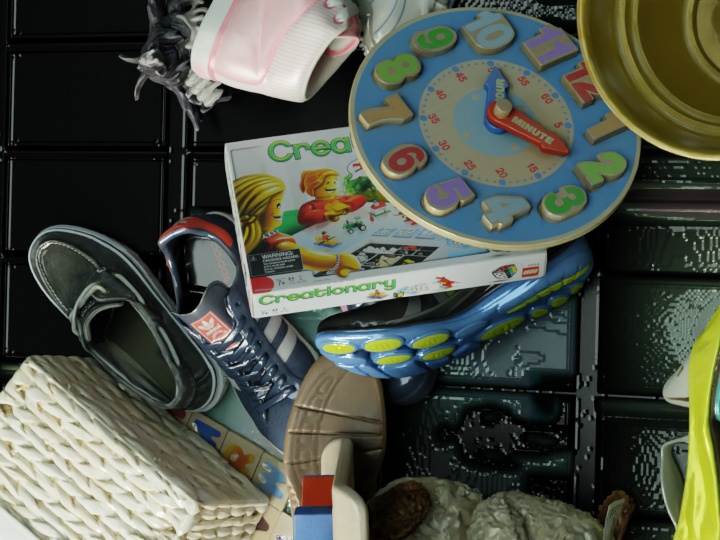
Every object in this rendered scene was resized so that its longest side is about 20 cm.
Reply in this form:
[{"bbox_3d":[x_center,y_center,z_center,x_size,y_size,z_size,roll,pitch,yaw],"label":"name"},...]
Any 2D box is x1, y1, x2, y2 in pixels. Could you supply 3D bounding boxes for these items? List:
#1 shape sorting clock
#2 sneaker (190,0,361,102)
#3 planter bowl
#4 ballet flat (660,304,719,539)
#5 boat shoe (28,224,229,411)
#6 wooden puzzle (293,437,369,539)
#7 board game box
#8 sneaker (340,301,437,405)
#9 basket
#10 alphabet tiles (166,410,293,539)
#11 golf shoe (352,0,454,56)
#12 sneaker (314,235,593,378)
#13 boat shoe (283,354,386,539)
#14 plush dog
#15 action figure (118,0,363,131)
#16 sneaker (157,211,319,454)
[{"bbox_3d":[0.091,-0.100,1.571,0.200,0.200,0.039,46,147,19],"label":"shape sorting clock"},{"bbox_3d":[-0.031,-0.208,1.604,0.105,0.075,0.200,23,87,16],"label":"sneaker"},{"bbox_3d":[0.250,-0.170,1.533,0.200,0.083,0.200,-1,89,26],"label":"planter bowl"},{"bbox_3d":[0.232,0.104,1.555,0.067,0.067,0.200,4,92,39],"label":"ballet flat"},{"bbox_3d":[-0.182,0.031,1.750,0.200,0.071,0.072,38,106,22],"label":"boat shoe"},{"bbox_3d":[-0.021,0.216,1.537,0.046,0.200,0.185,-1,96,-3],"label":"wooden puzzle"},{"bbox_3d":[0.015,-0.041,1.578,0.200,0.035,0.126,-8,57,-6],"label":"board game box"},{"bbox_3d":[0.000,0.000,1.655,0.070,0.082,0.200,-17,83,25],"label":"sneaker"},{"bbox_3d":[-0.182,0.163,1.710,0.200,0.136,0.123,39,102,21],"label":"basket"},{"bbox_3d":[-0.130,0.193,1.760,0.200,0.006,0.166,29,102,23],"label":"alphabet tiles"},{"bbox_3d":[0.043,-0.207,1.642,0.097,0.078,0.200,-14,85,19],"label":"golf shoe"},{"bbox_3d":[0.061,0.012,1.615,0.200,0.071,0.083,-25,63,-3],"label":"sneaker"},{"bbox_3d":[-0.017,0.151,1.668,0.072,0.072,0.200,1,97,2],"label":"boat shoe"},{"bbox_3d":[0.081,0.193,1.585,0.172,0.200,0.160,19,65,15],"label":"plush dog"},{"bbox_3d":[-0.101,-0.176,1.696,0.200,0.102,0.119,-21,82,21],"label":"action figure"},{"bbox_3d":[-0.090,0.049,1.697,0.075,0.085,0.200,-35,75,22],"label":"sneaker"}]
